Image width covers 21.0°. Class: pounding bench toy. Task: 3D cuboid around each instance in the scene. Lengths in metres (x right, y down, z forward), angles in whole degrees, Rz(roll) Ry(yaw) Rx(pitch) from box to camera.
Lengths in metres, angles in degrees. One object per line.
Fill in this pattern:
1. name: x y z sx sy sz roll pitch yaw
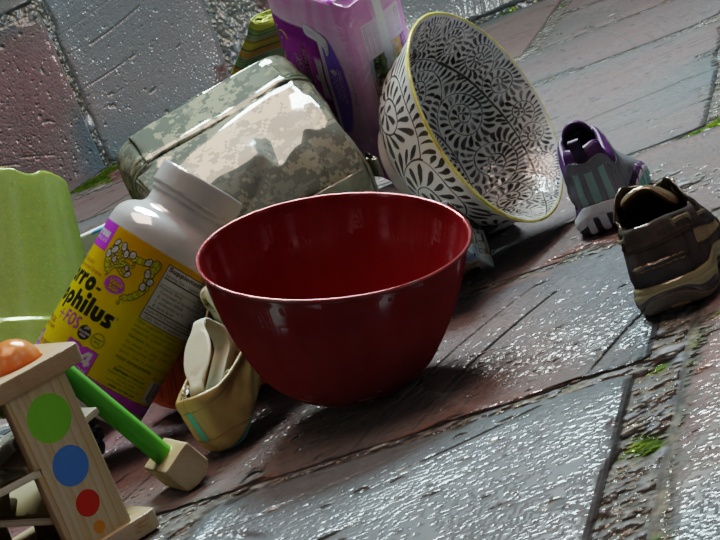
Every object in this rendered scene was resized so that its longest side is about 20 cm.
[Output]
1. pounding bench toy: -0.216 0.115 1.329 0.199 0.157 0.124 -29 13 -33

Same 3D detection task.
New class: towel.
1. towel: -0.105 -0.169 1.814 0.086 0.018 0.201 -25 -27 -44

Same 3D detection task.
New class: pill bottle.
1. pill bottle: -0.174 0.016 1.533 0.201 0.104 0.104 -60 15 -2

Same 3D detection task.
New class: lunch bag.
1. lunch bag: -0.095 -0.070 1.675 0.199 0.140 0.168 -30 32 -10

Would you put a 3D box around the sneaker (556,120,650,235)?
1. sneaker: 0.206 -0.097 1.676 0.074 0.088 0.200 -20 12 9

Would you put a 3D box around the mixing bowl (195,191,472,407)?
1. mixing bowl: -0.014 0.028 1.401 0.198 0.109 0.200 -5 24 2

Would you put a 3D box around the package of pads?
1. package of pads: -0.009 -0.184 1.736 0.120 0.201 0.076 24 54 40

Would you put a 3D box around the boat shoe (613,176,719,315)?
1. boat shoe: 0.219 -0.032 1.377 0.074 0.074 0.200 -20 11 11

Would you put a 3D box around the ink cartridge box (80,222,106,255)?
1. ink cartridge box: -0.165 -0.043 1.844 0.199 0.068 0.116 -29 8 -38

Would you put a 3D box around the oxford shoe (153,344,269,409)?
1. oxford shoe: -0.092 0.073 1.569 0.199 0.072 0.073 -12 -8 36

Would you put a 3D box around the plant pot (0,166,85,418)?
1. plant pot: -0.310 0.018 1.703 0.198 0.192 0.200 -7 -16 -2

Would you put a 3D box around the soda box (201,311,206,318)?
1. soda box: -0.143 0.038 1.782 0.064 0.068 0.200 -22 11 12

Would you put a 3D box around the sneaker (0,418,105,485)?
1. sneaker: -0.300 0.164 1.516 0.198 0.078 0.085 -16 4 -20

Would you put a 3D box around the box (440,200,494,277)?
1. box: 0.000 0.000 1.603 0.198 0.040 0.137 -18 -12 13

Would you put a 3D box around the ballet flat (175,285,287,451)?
1. ballet flat: -0.097 0.042 1.466 0.068 0.063 0.201 -21 40 29

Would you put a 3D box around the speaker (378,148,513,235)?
1. speaker: 0.037 -0.040 1.762 0.199 0.082 0.081 -23 11 -6

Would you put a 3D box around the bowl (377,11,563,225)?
1. bowl: 0.077 -0.112 1.673 0.094 0.202 0.201 -32 4 34
